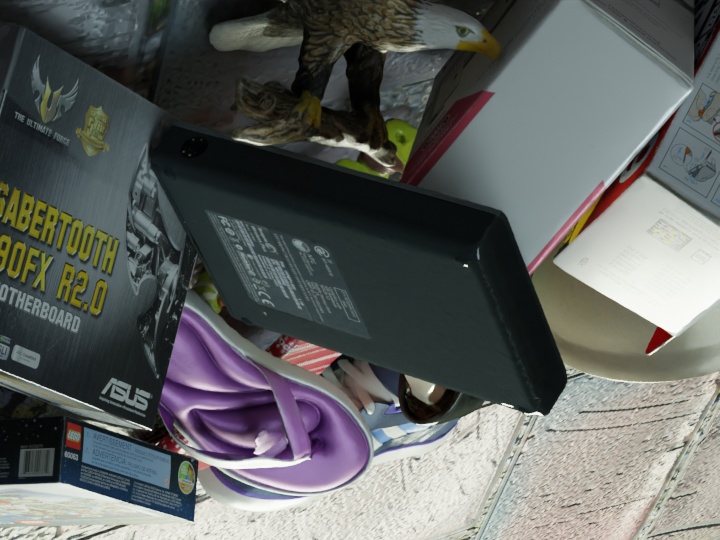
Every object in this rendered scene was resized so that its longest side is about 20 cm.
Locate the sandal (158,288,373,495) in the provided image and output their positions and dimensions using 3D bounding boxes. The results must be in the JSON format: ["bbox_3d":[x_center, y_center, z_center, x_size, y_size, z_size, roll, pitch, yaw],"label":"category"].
[{"bbox_3d":[-0.071,0.080,1.511,0.082,0.050,0.202,-40,126,19],"label":"sandal"}]

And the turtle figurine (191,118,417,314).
[{"bbox_3d":[-0.024,-0.028,1.547,0.199,0.065,0.161,-20,168,-43],"label":"turtle figurine"}]

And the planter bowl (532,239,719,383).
[{"bbox_3d":[0.177,-0.050,1.605,0.199,0.200,0.135,-26,125,-8],"label":"planter bowl"}]

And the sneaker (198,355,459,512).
[{"bbox_3d":[-0.002,0.069,1.715,0.199,0.081,0.147,-14,148,-30],"label":"sneaker"}]

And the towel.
[{"bbox_3d":[-0.048,0.057,1.604,0.200,0.023,0.145,-43,171,17],"label":"towel"}]

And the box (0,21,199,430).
[{"bbox_3d":[-0.152,-0.018,1.355,0.200,0.048,0.159,31,71,-59],"label":"box"}]

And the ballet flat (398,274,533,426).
[{"bbox_3d":[0.061,0.014,1.592,0.068,0.068,0.201,-32,141,-44],"label":"ballet flat"}]

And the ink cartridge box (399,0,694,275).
[{"bbox_3d":[0.099,-0.097,1.411,0.147,0.083,0.200,-50,-172,21],"label":"ink cartridge box"}]

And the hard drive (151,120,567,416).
[{"bbox_3d":[0.000,0.000,1.374,0.033,0.199,0.140,-55,144,-26],"label":"hard drive"}]

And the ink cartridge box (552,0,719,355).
[{"bbox_3d":[0.188,-0.076,1.433,0.201,0.084,0.176,-61,-175,-26],"label":"ink cartridge box"}]

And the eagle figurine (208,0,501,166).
[{"bbox_3d":[0.016,-0.153,1.350,0.152,0.150,0.201,-99,-152,-78],"label":"eagle figurine"}]

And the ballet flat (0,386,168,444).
[{"bbox_3d":[-0.157,0.062,1.561,0.072,0.072,0.200,-38,158,15],"label":"ballet flat"}]

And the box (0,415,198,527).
[{"bbox_3d":[-0.210,0.115,1.517,0.199,0.038,0.136,-4,165,28],"label":"box"}]
